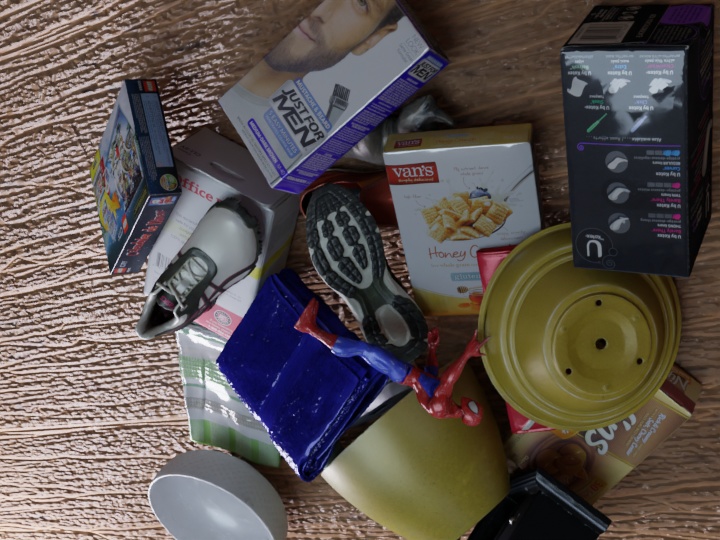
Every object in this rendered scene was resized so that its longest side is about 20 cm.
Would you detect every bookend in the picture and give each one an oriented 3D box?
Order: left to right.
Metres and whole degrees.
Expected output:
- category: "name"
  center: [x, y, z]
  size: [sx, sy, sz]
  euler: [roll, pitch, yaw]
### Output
- category: "bookend"
  center: [0.153, 0.324, 1.134]
  size: [0.092, 0.201, 0.199]
  euler: [34, 167, 6]

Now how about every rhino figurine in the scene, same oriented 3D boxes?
- category: "rhino figurine"
  center: [0.006, -0.148, 1.075]
  size: [0.197, 0.060, 0.089]
  euler: [7, 117, 25]

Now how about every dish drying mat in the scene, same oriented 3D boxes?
- category: "dish drying mat"
  center: [0.169, 0.070, 1.060]
  size: [0.076, 0.018, 0.203]
  euler: [-7, 112, 17]

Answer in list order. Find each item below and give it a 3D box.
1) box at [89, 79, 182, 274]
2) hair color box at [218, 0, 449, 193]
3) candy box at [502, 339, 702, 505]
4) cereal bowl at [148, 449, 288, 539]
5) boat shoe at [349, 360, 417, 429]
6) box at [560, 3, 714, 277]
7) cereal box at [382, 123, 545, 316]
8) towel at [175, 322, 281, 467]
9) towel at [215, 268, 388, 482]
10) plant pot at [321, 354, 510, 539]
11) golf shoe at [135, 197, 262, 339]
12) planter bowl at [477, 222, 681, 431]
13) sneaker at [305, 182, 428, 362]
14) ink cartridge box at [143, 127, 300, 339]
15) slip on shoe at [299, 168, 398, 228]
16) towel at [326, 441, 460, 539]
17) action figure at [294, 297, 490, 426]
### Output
- category: "box"
  center: [-0.254, -0.099, 1.194]
  size: [0.200, 0.037, 0.139]
  euler: [-45, 56, 56]
- category: "hair color box"
  center: [-0.027, -0.178, 1.011]
  size: [0.199, 0.065, 0.110]
  euler: [-39, 74, 17]
- category: "candy box"
  center: [0.246, 0.156, 1.120]
  size: [0.115, 0.055, 0.201]
  euler: [38, 129, 5]
- category: "cereal bowl"
  center: [-0.180, 0.310, 1.435]
  size: [0.197, 0.084, 0.202]
  euler: [18, 135, 18]
- category: "boat shoe"
  center: [-0.007, 0.141, 1.261]
  size: [0.199, 0.070, 0.071]
  euler: [-37, 69, 43]
- category: "box"
  center: [0.240, -0.113, 0.918]
  size: [0.105, 0.122, 0.203]
  euler: [5, 120, 27]
- category: "cereal box"
  center: [0.109, -0.045, 1.051]
  size: [0.141, 0.040, 0.202]
  euler: [-3, 127, 17]
- category: "towel"
  center: [-0.171, 0.159, 1.382]
  size: [0.147, 0.031, 0.203]
  euler: [15, 124, 23]
- category: "towel"
  center: [-0.072, 0.104, 1.138]
  size: [0.148, 0.049, 0.200]
  euler: [-53, 49, 9]
- category: "plant pot"
  center: [0.077, 0.209, 1.140]
  size: [0.143, 0.199, 0.200]
  euler: [50, 131, 10]
- category: "golf shoe"
  center: [-0.173, 0.007, 1.146]
  size: [0.077, 0.088, 0.200]
  euler: [41, 128, 1]
- category: "planter bowl"
  center: [0.212, 0.060, 0.984]
  size: [0.197, 0.083, 0.204]
  euler: [0, 97, -3]
- category: "sneaker"
  center: [0.000, 0.000, 1.104]
  size: [0.076, 0.089, 0.202]
  euler: [-26, 107, 1]
- category: "ink cartridge box"
  center: [-0.156, -0.038, 1.220]
  size: [0.144, 0.083, 0.202]
  euler: [27, 128, 12]
- category: "slip on shoe"
  center: [0.024, -0.072, 1.109]
  size: [0.197, 0.061, 0.075]
  euler: [2, 117, 27]
- category: "towel"
  center: [0.034, 0.266, 1.268]
  size: [0.199, 0.153, 0.024]
  euler: [35, 91, 7]
- category: "action figure"
  center: [0.045, 0.071, 1.035]
  size: [0.199, 0.065, 0.100]
  euler: [34, 89, 5]
